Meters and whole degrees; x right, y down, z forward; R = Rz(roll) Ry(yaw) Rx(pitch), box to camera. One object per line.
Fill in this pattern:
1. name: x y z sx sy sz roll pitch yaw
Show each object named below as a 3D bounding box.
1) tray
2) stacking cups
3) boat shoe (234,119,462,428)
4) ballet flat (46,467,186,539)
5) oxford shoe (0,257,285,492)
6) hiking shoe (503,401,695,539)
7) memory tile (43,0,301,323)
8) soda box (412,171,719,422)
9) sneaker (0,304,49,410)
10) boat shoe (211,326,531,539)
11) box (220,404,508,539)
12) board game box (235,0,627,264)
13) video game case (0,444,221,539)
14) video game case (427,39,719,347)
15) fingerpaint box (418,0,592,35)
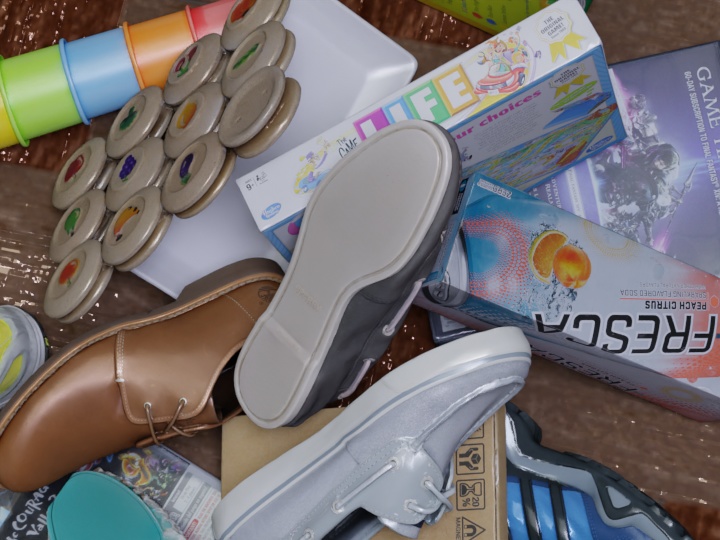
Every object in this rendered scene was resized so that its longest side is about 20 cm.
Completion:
1. tray: -0.056 -0.067 1.122 0.107 0.022 0.201 34 78 -22
2. stacking cups: -0.154 -0.122 1.154 0.199 0.061 0.061 -19 72 -2
3. boat shoe: 0.000 0.000 0.990 0.067 0.057 0.200 48 123 24
4. ballet flat: -0.101 0.181 1.020 0.072 0.072 0.200 -45 45 -7
5. oxford shoe: -0.115 0.068 1.053 0.199 0.072 0.071 -31 48 -7
6. hiking shoe: 0.103 0.138 1.042 0.199 0.074 0.087 33 88 25
7. memory tile: -0.108 -0.068 1.068 0.200 0.017 0.154 -40 32 24
8. soda box: 0.125 0.018 1.026 0.199 0.068 0.064 22 75 -16
9. sneaker: -0.276 0.075 1.094 0.199 0.076 0.076 -34 74 6
10. boat shoe: 0.014 0.106 0.985 0.200 0.070 0.072 -37 66 18
11. box: 0.000 0.170 1.022 0.162 0.021 0.201 -6 74 22
12. board game box: 0.044 -0.061 1.047 0.199 0.134 0.034 -28 69 3
13. video game case: -0.154 0.189 1.079 0.181 0.023 0.201 29 80 14
14. video game case: 0.126 -0.045 1.113 0.199 0.019 0.144 -12 73 3
15. fingerpaint box: 0.052 -0.216 1.078 0.166 0.200 0.074 26 77 14
